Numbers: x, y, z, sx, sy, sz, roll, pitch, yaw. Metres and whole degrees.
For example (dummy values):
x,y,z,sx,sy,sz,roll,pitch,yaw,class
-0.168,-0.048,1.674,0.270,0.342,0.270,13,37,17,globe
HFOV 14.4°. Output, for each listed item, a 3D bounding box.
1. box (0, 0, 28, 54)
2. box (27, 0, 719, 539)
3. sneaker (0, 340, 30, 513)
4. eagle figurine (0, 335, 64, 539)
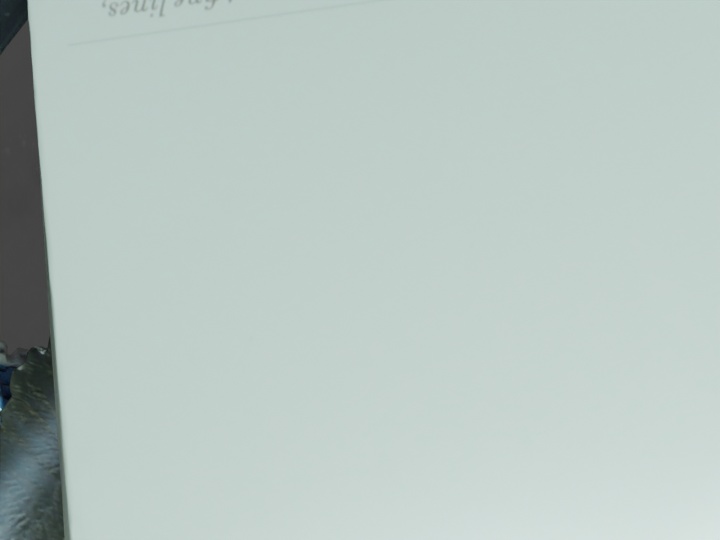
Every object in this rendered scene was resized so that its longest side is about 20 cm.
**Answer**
x,y,z,sx,sy,sz,roll,pitch,yaw,class
-0.212,-0.106,0.830,0.200,0.117,0.197,46,72,-35,box
0.024,0.009,0.776,0.198,0.131,0.201,-7,79,8,box
-0.159,0.053,0.950,0.199,0.075,0.087,30,105,-9,sneaker
-0.072,0.119,0.913,0.151,0.152,0.200,36,84,13,eagle figurine
